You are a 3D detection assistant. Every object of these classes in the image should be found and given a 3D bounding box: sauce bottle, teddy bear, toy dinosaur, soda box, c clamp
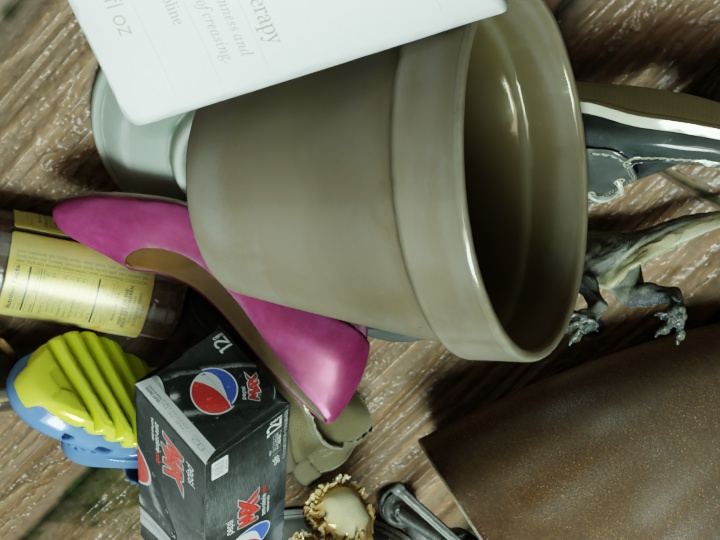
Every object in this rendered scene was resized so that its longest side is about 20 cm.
[{"bbox_3d":[-0.204,-0.005,1.486,0.199,0.065,0.065,12,131,-14],"label":"sauce bottle"},{"bbox_3d":[-0.011,0.226,1.632,0.067,0.145,0.200,-2,147,24],"label":"teddy bear"},{"bbox_3d":[0.154,0.005,1.510,0.199,0.088,0.048,-14,133,8],"label":"toy dinosaur"},{"bbox_3d":[-0.087,0.119,1.470,0.063,0.071,0.200,-35,156,-22],"label":"soda box"},{"bbox_3d":[0.062,0.182,1.630,0.027,0.200,0.171,-45,101,-8],"label":"c clamp"}]

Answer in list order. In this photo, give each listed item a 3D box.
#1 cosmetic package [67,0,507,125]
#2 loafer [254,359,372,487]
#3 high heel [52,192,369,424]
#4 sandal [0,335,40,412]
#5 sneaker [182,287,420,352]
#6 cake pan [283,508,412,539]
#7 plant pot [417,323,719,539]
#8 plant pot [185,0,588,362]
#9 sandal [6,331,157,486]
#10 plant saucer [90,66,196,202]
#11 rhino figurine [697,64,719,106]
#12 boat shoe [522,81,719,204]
[{"bbox_3d":[-0.052,-0.207,1.238,0.199,0.167,0.168,-16,132,9],"label":"cosmetic package"},{"bbox_3d":[-0.036,0.083,1.545,0.067,0.076,0.200,-36,169,-2],"label":"loafer"},{"bbox_3d":[-0.090,0.019,1.439,0.199,0.096,0.067,16,165,1],"label":"high heel"},{"bbox_3d":[-0.271,0.045,1.531,0.199,0.082,0.055,9,110,-4],"label":"sandal"},{"bbox_3d":[0.000,0.003,1.495,0.199,0.060,0.104,0,156,-18],"label":"sneaker"},{"bbox_3d":[-0.041,0.245,1.753,0.200,0.037,0.201,-3,133,-3],"label":"cake pan"},{"bbox_3d":[0.170,0.128,1.582,0.200,0.187,0.187,-34,130,0],"label":"plant pot"},{"bbox_3d":[0.010,-0.049,1.325,0.173,0.200,0.200,-3,137,24],"label":"plant pot"},{"bbox_3d":[-0.150,0.093,1.529,0.087,0.080,0.200,-33,153,22],"label":"sandal"},{"bbox_3d":[-0.055,-0.077,1.440,0.199,0.050,0.200,-3,133,-3],"label":"plant saucer"},{"bbox_3d":[0.262,-0.056,1.479,0.200,0.060,0.087,34,122,-27],"label":"rhino figurine"},{"bbox_3d":[0.133,-0.071,1.418,0.199,0.072,0.068,5,107,14],"label":"boat shoe"}]
